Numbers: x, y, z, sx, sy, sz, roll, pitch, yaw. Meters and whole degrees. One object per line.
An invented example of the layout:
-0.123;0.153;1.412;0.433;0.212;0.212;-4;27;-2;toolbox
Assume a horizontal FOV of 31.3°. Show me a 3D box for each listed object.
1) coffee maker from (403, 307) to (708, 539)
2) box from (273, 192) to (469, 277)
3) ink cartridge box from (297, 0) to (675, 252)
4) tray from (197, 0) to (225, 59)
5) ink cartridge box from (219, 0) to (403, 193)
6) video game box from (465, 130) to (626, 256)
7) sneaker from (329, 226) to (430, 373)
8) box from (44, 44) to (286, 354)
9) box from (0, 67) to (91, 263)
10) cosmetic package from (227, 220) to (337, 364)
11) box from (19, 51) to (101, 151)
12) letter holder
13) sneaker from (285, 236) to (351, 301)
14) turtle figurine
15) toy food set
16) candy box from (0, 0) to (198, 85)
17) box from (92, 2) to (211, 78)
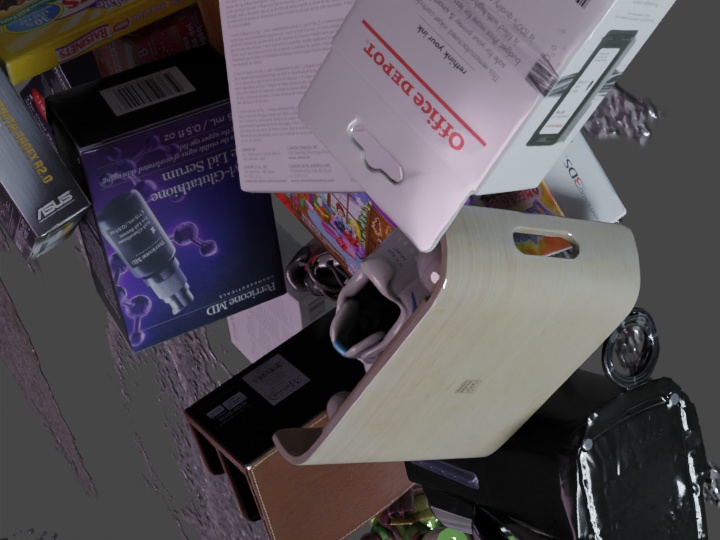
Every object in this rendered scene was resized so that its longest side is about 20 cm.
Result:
0.127;0.108;0.869;0.199;0.133;0.195;15;98;57;coffee maker
-0.008;-0.062;0.894;0.200;0.039;0.138;47;154;26;box
0.066;-0.120;0.624;0.116;0.067;0.201;48;121;22;ink cartridge box
-0.083;-0.183;1.010;0.098;0.037;0.202;33;146;46;tray
-0.022;-0.149;0.789;0.161;0.050;0.203;4;101;47;ink cartridge box
0.062;-0.086;0.830;0.183;0.047;0.200;57;157;-3;video game box
0.014;0.035;0.808;0.075;0.086;0.201;45;151;24;sneaker
-0.155;-0.058;1.047;0.104;0.146;0.202;47;153;48;box
-0.283;-0.092;1.015;0.159;0.048;0.200;58;163;-4;box
-0.080;0.041;1.264;0.150;0.051;0.201;40;152;31;cosmetic package
-0.238;-0.134;1.297;0.202;0.104;0.182;61;156;-8;box
-0.026;0.136;1.085;0.100;0.199;0.143;31;146;45;letter holder
0.000;0.000;1.013;0.078;0.081;0.199;61;157;-9;sneaker
0.065;0.274;1.159;0.143;0.202;0.193;28;161;-21;turtle figurine
0.052;0.043;0.740;0.201;0.142;0.061;-53;47;37;toy food set
-0.216;-0.218;1.024;0.102;0.199;0.027;41;149;32;candy box
-0.159;-0.145;1.132;0.099;0.095;0.202;35;148;43;box
